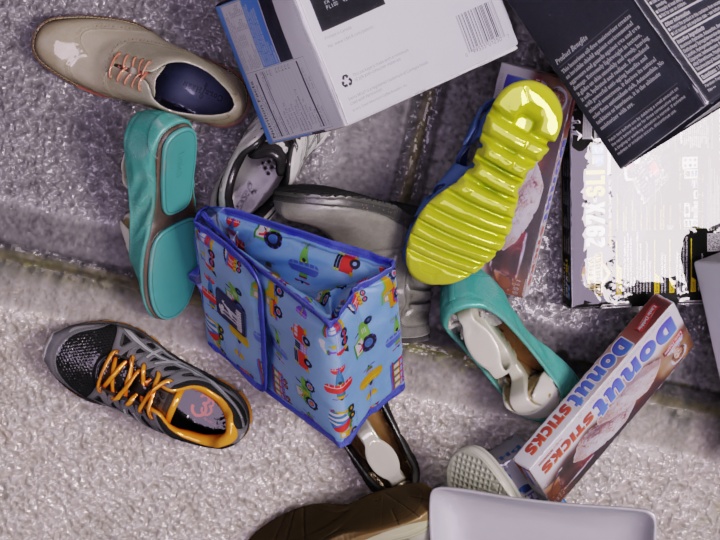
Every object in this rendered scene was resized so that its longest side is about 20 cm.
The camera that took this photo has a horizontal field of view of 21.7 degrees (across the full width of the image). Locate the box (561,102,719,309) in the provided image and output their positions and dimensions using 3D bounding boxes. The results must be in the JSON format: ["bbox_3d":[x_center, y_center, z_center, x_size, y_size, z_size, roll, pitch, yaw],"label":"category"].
[{"bbox_3d":[0.263,-0.068,1.712,0.158,0.049,0.202,-3,98,-5],"label":"box"}]

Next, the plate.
[{"bbox_3d":[0.159,0.285,1.627,0.198,0.032,0.202,4,107,17],"label":"plate"}]

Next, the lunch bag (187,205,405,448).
[{"bbox_3d":[-0.067,0.033,1.609,0.094,0.199,0.151,-41,143,-33],"label":"lunch bag"}]

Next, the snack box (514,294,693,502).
[{"bbox_3d":[0.219,0.117,1.678,0.200,0.024,0.072,-48,137,-11],"label":"snack box"}]

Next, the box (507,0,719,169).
[{"bbox_3d":[0.253,-0.225,1.589,0.199,0.123,0.199,-29,84,-41],"label":"box"}]

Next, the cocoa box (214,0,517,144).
[{"bbox_3d":[0.005,-0.207,1.583,0.199,0.131,0.134,-28,101,-31],"label":"cocoa box"}]

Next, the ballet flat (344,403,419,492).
[{"bbox_3d":[-0.003,0.123,1.691,0.068,0.068,0.201,-35,100,-1],"label":"ballet flat"}]

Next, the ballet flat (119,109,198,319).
[{"bbox_3d":[-0.178,-0.054,1.641,0.067,0.070,0.201,-24,133,-37],"label":"ballet flat"}]

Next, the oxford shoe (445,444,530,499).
[{"bbox_3d":[0.144,0.240,1.675,0.075,0.058,0.201,-32,93,41],"label":"oxford shoe"}]

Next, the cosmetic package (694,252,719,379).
[{"bbox_3d":[0.429,0.060,1.686,0.199,0.123,0.201,-19,101,-26],"label":"cosmetic package"}]

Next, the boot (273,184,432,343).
[{"bbox_3d":[0.000,0.000,1.644,0.199,0.068,0.132,11,94,-39],"label":"boot"}]

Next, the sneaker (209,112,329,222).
[{"bbox_3d":[-0.065,-0.117,1.643,0.075,0.088,0.201,24,92,-8],"label":"sneaker"}]

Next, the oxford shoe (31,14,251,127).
[{"bbox_3d":[-0.190,-0.177,1.620,0.199,0.074,0.071,15,95,-1],"label":"oxford shoe"}]

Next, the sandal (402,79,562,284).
[{"bbox_3d":[0.104,-0.076,1.629,0.079,0.087,0.201,33,97,-12],"label":"sandal"}]

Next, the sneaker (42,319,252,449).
[{"bbox_3d":[-0.186,0.102,1.660,0.199,0.077,0.079,21,96,-8],"label":"sneaker"}]

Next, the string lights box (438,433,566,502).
[{"bbox_3d":[0.162,0.264,1.735,0.102,0.059,0.201,-33,100,-3],"label":"string lights box"}]

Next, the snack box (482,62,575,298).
[{"bbox_3d":[0.139,-0.081,1.683,0.071,0.024,0.201,16,102,17],"label":"snack box"}]

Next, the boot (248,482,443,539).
[{"bbox_3d":[0.004,0.281,1.706,0.199,0.072,0.155,-17,122,20],"label":"boot"}]

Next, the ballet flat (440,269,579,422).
[{"bbox_3d":[0.134,0.086,1.682,0.067,0.071,0.200,-26,115,32],"label":"ballet flat"}]
